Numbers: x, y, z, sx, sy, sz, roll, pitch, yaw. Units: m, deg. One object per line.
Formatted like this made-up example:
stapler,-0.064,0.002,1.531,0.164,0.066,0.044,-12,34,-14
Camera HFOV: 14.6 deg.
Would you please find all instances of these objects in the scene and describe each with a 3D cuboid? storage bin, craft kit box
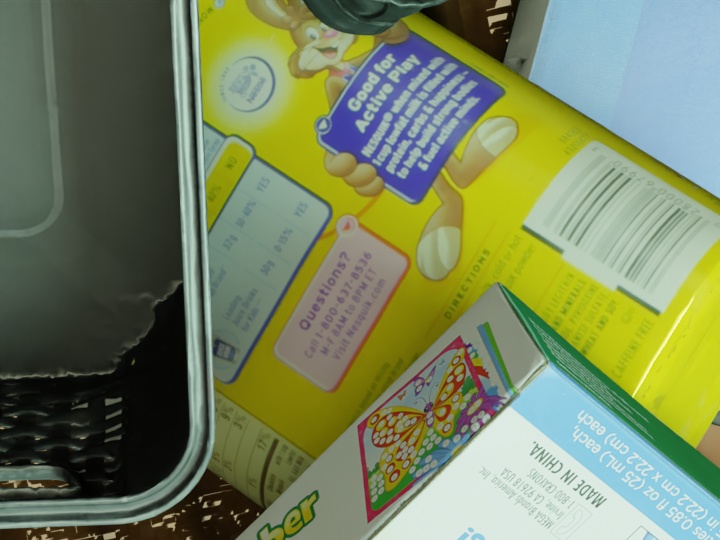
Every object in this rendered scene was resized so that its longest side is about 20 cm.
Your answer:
storage bin,-0.105,-0.047,0.672,0.134,0.094,0.201,-3,112,-3
craft kit box,0.034,0.131,0.713,0.198,0.049,0.200,-46,122,8

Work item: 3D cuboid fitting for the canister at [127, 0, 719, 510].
canister,0.000,0.000,0.778,0.200,0.086,0.149,34,97,22

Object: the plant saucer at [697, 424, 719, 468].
plant saucer,0.174,0.060,0.849,0.199,0.032,0.202,0,97,2

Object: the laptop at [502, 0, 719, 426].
laptop,0.134,-0.037,0.770,0.103,0.200,0.178,14,92,-33

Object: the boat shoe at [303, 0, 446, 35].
boat shoe,-0.019,-0.153,0.745,0.074,0.066,0.200,-17,75,-26
